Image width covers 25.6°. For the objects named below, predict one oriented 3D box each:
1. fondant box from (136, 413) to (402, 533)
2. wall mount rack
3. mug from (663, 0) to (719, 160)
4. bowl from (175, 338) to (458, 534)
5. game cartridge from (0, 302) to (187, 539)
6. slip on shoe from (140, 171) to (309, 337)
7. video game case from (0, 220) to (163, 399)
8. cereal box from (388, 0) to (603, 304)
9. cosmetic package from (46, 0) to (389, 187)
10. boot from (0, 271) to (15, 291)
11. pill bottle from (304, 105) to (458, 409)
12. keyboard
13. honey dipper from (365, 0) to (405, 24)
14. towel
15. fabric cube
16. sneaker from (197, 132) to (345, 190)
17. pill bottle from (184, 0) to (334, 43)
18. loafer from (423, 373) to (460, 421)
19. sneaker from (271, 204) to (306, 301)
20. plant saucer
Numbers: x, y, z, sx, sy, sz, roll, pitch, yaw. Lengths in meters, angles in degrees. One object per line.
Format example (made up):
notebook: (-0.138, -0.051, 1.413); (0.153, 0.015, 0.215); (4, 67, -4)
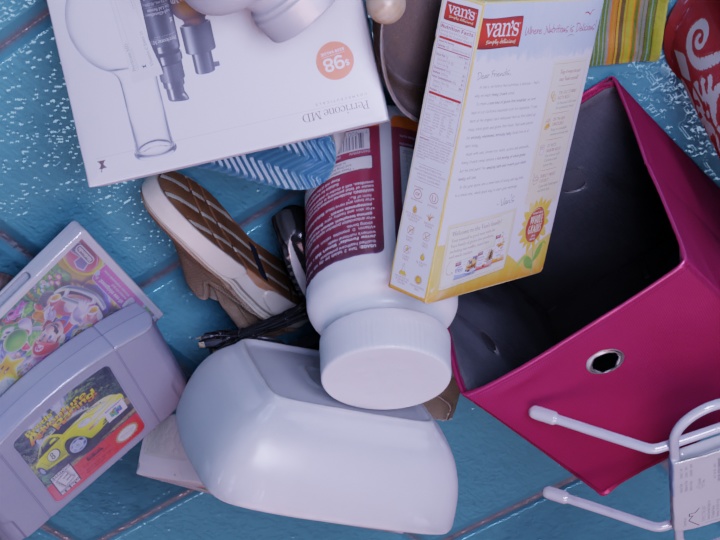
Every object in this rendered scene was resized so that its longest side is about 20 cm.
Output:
fondant box: (-0.070, 0.174, 1.361); (0.144, 0.059, 0.200); (1, 165, 40)
wall mount rack: (0.219, 0.135, 1.152); (0.173, 0.075, 0.201); (-17, 140, 0)
mug: (0.282, -0.114, 1.084); (0.177, 0.201, 0.133); (23, 129, -32)
bowl: (-0.028, 0.114, 1.178); (0.198, 0.200, 0.075); (12, 103, -18)
game cartridge: (-0.231, 0.120, 1.259); (0.200, 0.041, 0.133); (-41, 144, -14)
slip on shoe: (-0.112, -0.005, 1.227); (0.060, 0.076, 0.200); (-33, 141, 15)
video game case: (-0.256, 0.069, 1.228); (0.200, 0.018, 0.143); (-45, 146, -7)
cereal box: (0.090, -0.087, 1.050); (0.143, 0.039, 0.201); (-12, 119, -50)
cosmetic package: (-0.093, -0.148, 1.023); (0.199, 0.052, 0.152); (-13, 96, 3)
boot: (-0.334, 0.053, 1.259); (0.145, 0.071, 0.201); (6, 135, -7)
pill bottle: (0.014, -0.010, 1.136); (0.109, 0.201, 0.110); (-1, 148, -1)
keyboard: (-0.050, 0.064, 1.256); (0.199, 0.021, 0.127); (-20, 141, 20)
honey dipper: (0.002, -0.213, 0.923); (0.038, 0.201, 0.038); (-6, 137, -5)
towel: (0.120, -0.170, 1.129); (0.199, 0.018, 0.086); (-8, 137, -2)
fabric cube: (0.188, 0.018, 1.210); (0.196, 0.201, 0.199); (-33, 134, 22)
sneaker: (-0.106, -0.119, 1.101); (0.199, 0.081, 0.077); (21, 126, -2)
pill bottle: (-0.094, -0.226, 0.923); (0.111, 0.111, 0.200); (-35, 115, 26)
loafer: (-0.005, 0.113, 1.356); (0.199, 0.075, 0.070); (-7, 103, -3)
sneaker: (0.000, 0.000, 1.261); (0.090, 0.070, 0.200); (-26, 140, 6)
plant saucer: (0.072, -0.190, 1.019); (0.200, 0.032, 0.201); (-34, 140, -34)
